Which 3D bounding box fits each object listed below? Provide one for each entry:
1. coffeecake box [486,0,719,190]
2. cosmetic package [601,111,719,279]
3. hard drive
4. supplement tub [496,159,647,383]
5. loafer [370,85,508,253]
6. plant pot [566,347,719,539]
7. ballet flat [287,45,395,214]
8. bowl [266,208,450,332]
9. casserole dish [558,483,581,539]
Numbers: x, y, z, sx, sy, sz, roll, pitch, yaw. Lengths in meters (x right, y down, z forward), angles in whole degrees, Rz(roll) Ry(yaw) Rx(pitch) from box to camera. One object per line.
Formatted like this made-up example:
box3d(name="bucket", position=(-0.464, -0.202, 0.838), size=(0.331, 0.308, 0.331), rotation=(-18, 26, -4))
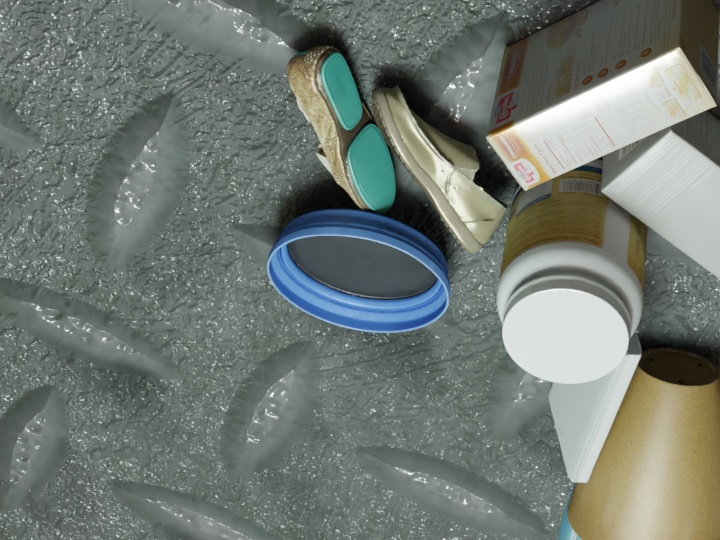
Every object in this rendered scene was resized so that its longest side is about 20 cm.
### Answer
box3d(name="coffeecake box", position=(0.224, -0.179, 1.505), size=(0.199, 0.154, 0.073), rotation=(-23, 121, 30))
box3d(name="cosmetic package", position=(0.344, -0.077, 1.613), size=(0.199, 0.091, 0.107), rotation=(34, 129, -19))
box3d(name="hard drive", position=(0.249, 0.112, 1.763), size=(0.026, 0.133, 0.201), rotation=(3, 133, -11))
box3d(name="supplement tub", position=(0.211, -0.001, 1.629), size=(0.143, 0.201, 0.146), rotation=(7, 131, 8))
box3d(name="loafer", position=(0.080, -0.112, 1.655), size=(0.068, 0.076, 0.201), rotation=(-35, 112, 1))
box3d(name="plant pot", position=(0.331, 0.195, 1.800), size=(0.184, 0.187, 0.202), rotation=(8, 114, 6))
box3d(name="ballet flat", position=(-0.021, -0.144, 1.665), size=(0.065, 0.071, 0.201), rotation=(11, 135, 39))
box3d(name="bowl", position=(0.000, 0.000, 1.751), size=(0.198, 0.040, 0.201), rotation=(9, 151, 5))
box3d(name="casserole dish", position=(0.306, 0.313, 1.985), size=(0.120, 0.039, 0.201), rotation=(12, 132, 4))
